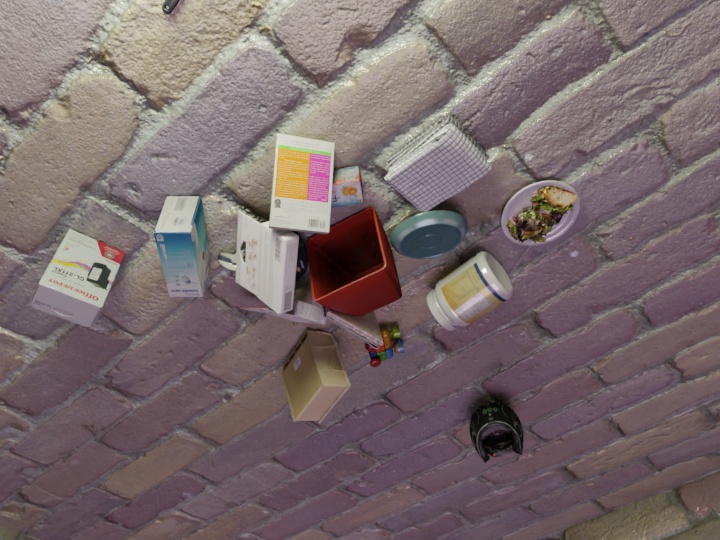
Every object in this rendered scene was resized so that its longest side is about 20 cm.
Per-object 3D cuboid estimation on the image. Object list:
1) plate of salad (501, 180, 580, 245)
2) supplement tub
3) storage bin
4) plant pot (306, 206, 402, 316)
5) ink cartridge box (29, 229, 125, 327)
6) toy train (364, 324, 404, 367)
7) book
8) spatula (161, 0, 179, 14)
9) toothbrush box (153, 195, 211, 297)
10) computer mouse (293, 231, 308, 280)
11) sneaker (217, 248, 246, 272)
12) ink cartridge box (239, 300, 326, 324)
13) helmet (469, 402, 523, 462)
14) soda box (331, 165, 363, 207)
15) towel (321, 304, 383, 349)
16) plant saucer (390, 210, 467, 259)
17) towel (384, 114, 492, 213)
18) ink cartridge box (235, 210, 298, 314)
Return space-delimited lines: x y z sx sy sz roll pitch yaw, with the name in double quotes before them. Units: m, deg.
"plate of salad" 0.455 -0.135 1.375 0.198 0.048 0.201 -3 132 -3
"supplement tub" 0.291 0.059 1.467 0.200 0.145 0.144 -38 124 26
"storage bin" -0.141 0.314 1.627 0.093 0.200 0.201 8 133 -33
"plant pot" 0.000 0.000 1.375 0.198 0.201 0.176 -25 140 17
"ink cartridge box" -0.675 0.017 1.320 0.145 0.201 0.083 27 125 -25
"toy train" 0.066 0.188 1.611 0.115 0.085 0.201 -15 131 -5
"book" -0.127 -0.188 1.202 0.132 0.202 0.048 5 175 -13
"spatula" -0.302 -0.541 0.978 0.056 0.021 0.200 38 122 -17
"toothbrush box" -0.421 -0.056 1.312 0.084 0.147 0.201 1 130 -5
"computer mouse" -0.150 -0.036 1.356 0.046 0.141 0.201 -7 132 -8
"sneaker" -0.267 -0.037 1.397 0.198 0.077 0.086 8 98 8
"ink cartridge box" -0.204 0.100 1.443 0.175 0.045 0.199 18 169 -28
"helmet" 0.468 0.555 1.885 0.198 0.191 0.202 1 98 10
"soda box" -0.094 -0.187 1.277 0.198 0.064 0.069 -7 132 3
"towel" -0.033 0.104 1.452 0.199 0.192 0.032 34 111 -29
"plant saucer" 0.174 -0.081 1.372 0.198 0.028 0.201 -7 150 -4
"towel" 0.171 -0.238 1.240 0.199 0.086 0.165 -33 134 28
"ink cartridge box" -0.224 -0.024 1.295 0.045 0.176 0.202 -21 132 -42
